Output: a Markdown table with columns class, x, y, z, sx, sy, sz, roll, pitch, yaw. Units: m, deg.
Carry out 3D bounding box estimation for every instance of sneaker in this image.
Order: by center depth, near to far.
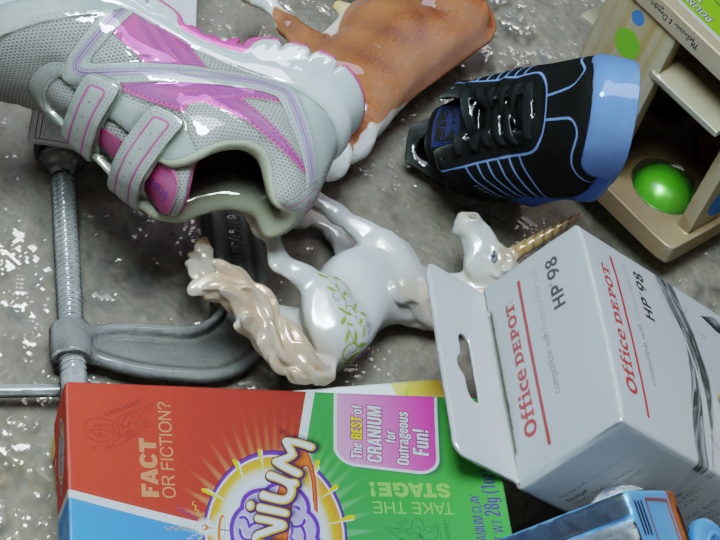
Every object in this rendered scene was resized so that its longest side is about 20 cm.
| class | x | y | z | sx | sy | sz | roll | pitch | yaw |
| --- | --- | --- | --- | --- | --- | --- | --- | --- | --- |
| sneaker | -0.100 | -0.075 | 0.906 | 0.198 | 0.082 | 0.089 | 14 | 56 | -2 |
| sneaker | 0.081 | -0.071 | 0.997 | 0.077 | 0.200 | 0.071 | 9 | 79 | -13 |

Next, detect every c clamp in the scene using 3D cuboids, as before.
| class | x | y | z | sx | sy | sz | roll | pitch | yaw |
| --- | --- | --- | --- | --- | --- | --- | --- | --- | --- |
| c clamp | -0.127 | -0.010 | 0.974 | 0.170 | 0.027 | 0.201 | 8 | 48 | -13 |

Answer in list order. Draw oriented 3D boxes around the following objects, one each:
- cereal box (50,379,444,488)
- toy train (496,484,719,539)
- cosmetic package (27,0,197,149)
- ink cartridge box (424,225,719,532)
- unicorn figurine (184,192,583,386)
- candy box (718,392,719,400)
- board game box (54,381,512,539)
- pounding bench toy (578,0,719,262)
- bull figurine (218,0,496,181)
| class | x | y | z | sx | sy | sz | roll | pitch | yaw |
| --- | --- | --- | --- | --- | --- | --- | --- | --- | --- |
| cereal box | -0.035 | 0.124 | 0.883 | 0.199 | 0.040 | 0.145 | -3 | 53 | -20 |
| toy train | 0.129 | 0.188 | 0.810 | 0.114 | 0.086 | 0.201 | 11 | 59 | -59 |
| cosmetic package | -0.132 | -0.142 | 1.051 | 0.082 | 0.051 | 0.201 | 10 | 40 | -12 |
| ink cartridge box | 0.127 | 0.061 | 0.910 | 0.199 | 0.067 | 0.116 | 28 | 39 | -37 |
| unicorn figurine | 0.000 | 0.000 | 0.983 | 0.137 | 0.074 | 0.200 | 41 | 52 | 6 |
| candy box | 0.272 | 0.099 | 0.920 | 0.199 | 0.026 | 0.103 | 6 | 51 | -30 |
| board game box | -0.031 | 0.126 | 0.829 | 0.198 | 0.040 | 0.154 | 3 | 52 | -16 |
| pounding bench toy | 0.212 | -0.080 | 1.059 | 0.124 | 0.156 | 0.200 | -26 | 63 | -35 |
| bull figurine | -0.009 | -0.123 | 1.082 | 0.121 | 0.065 | 0.200 | 42 | 50 | 14 |
